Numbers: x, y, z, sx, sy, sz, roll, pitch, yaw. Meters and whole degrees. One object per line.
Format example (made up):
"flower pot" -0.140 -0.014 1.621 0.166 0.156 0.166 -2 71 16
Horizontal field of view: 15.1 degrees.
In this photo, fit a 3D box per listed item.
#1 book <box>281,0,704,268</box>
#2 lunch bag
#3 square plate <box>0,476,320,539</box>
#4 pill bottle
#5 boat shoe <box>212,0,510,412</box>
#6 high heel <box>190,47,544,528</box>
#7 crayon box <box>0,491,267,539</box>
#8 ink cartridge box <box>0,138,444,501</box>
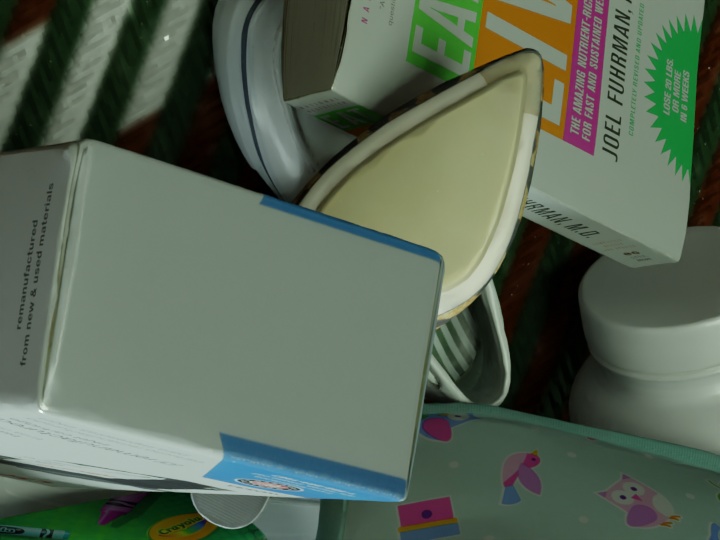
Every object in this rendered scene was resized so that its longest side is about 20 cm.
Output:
"book" 0.054 -0.093 1.031 0.200 0.048 0.134 22 66 -43
"lunch bag" 0.071 0.143 1.021 0.200 0.171 0.122 18 130 -9
"square plate" -0.097 0.171 1.050 0.198 0.028 0.200 12 98 -40
"pill bottle" 0.150 0.088 1.153 0.112 0.112 0.200 -28 121 -26
"boat shoe" 0.012 -0.031 1.037 0.074 0.067 0.200 -42 126 -19
"high heel" 0.000 0.000 0.995 0.071 0.143 0.200 36 93 -3
"crayon box" -0.102 0.188 0.996 0.119 0.058 0.200 -8 110 -35
"ink cartridge box" -0.095 0.021 0.877 0.145 0.200 0.084 16 77 -39
